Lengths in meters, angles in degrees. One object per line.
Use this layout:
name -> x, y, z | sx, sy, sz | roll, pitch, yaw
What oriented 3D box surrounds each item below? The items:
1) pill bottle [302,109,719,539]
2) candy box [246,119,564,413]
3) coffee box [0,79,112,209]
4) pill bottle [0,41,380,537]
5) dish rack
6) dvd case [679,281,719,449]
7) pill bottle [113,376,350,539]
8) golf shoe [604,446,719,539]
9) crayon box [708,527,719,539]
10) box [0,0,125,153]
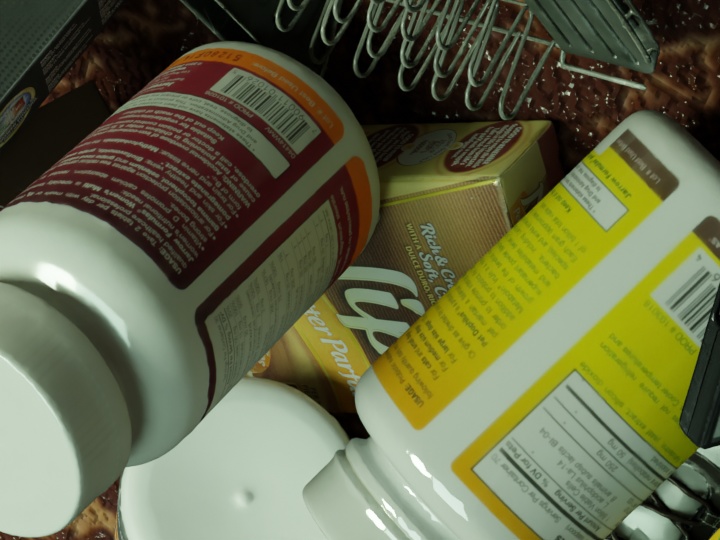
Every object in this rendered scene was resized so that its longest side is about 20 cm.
pill bottle -> 0.074, 0.043, 0.927 | 0.200, 0.109, 0.109 | -44, 92, 5
candy box -> 0.000, 0.000, 1.048 | 0.199, 0.055, 0.116 | 1, 121, 35
coffee box -> -0.156, 0.005, 1.093 | 0.115, 0.079, 0.200 | 60, 151, -5
pill bottle -> -0.085, 0.005, 0.929 | 0.109, 0.200, 0.110 | 20, 132, 24
dish rack -> 0.009, -0.109, 0.910 | 0.199, 0.055, 0.153 | 18, 167, 36
dvd case -> 0.191, -0.030, 0.847 | 0.018, 0.142, 0.201 | 52, 144, 39
pill bottle -> -0.059, 0.123, 1.105 | 0.106, 0.106, 0.200 | 38, 162, 6
golf shoe -> 0.127, 0.101, 1.007 | 0.078, 0.094, 0.201 | 36, 132, 10
crayon box -> 0.184, 0.140, 0.925 | 0.125, 0.052, 0.200 | 27, 119, -21
box -> -0.180, -0.132, 0.988 | 0.160, 0.200, 0.044 | 36, 167, 10
